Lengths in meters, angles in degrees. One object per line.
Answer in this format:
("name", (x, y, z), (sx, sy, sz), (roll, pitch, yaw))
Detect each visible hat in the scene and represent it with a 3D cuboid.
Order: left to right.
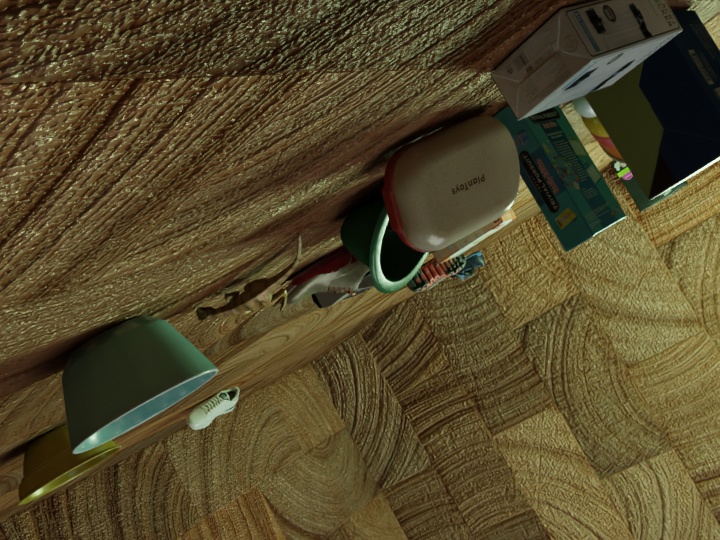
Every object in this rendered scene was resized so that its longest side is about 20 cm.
("hat", (-0.008, -0.069, 1.237), (0.201, 0.175, 0.166), (-57, 148, -16))

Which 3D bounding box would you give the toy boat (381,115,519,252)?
("toy boat", (0.098, -0.111, 1.090), (0.199, 0.132, 0.130), (-27, -158, -28))

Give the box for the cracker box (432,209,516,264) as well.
("cracker box", (0.278, -0.096, 2.205), (0.199, 0.058, 0.134), (-35, 173, 25))

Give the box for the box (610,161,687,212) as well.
("box", (0.978, -0.328, 3.014), (0.124, 0.202, 0.148), (-24, 172, -43))

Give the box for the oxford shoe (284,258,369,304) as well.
("oxford shoe", (-0.039, 0.013, 1.484), (0.198, 0.075, 0.070), (-30, 174, -9))

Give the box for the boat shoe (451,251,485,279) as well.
("boat shoe", (0.415, -0.004, 3.493), (0.084, 0.069, 0.200), (-27, 172, -31))

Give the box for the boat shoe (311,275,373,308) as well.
("boat shoe", (0.000, 0.000, 1.645), (0.199, 0.075, 0.093), (-26, -176, 34))

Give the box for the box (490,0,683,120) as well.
("box", (0.247, -0.237, 0.960), (0.199, 0.061, 0.116), (-26, 172, -42))

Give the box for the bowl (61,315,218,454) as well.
("bowl", (-0.287, 0.129, 1.100), (0.199, 0.106, 0.201), (-30, 174, -3))

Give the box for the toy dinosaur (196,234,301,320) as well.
("toy dinosaur", (-0.134, 0.028, 1.239), (0.199, 0.061, 0.106), (-33, 172, 13))

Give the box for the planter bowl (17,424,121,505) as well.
("planter bowl", (-0.535, 0.330, 1.590), (0.199, 0.084, 0.200), (-30, 173, -4))

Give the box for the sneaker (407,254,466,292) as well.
("sneaker", (0.225, 0.005, 2.676), (0.199, 0.071, 0.098), (-28, 173, -6))

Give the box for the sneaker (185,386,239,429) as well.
("sneaker", (-0.461, 0.422, 2.768), (0.199, 0.077, 0.081), (-31, 165, -45))

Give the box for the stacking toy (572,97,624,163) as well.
("stacking toy", (0.386, -0.246, 1.374), (0.198, 0.148, 0.146), (1, 153, -46))

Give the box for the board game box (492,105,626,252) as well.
("board game box", (0.269, -0.135, 1.206), (0.047, 0.202, 0.150), (-34, 172, 34))

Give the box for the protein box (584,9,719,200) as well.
("protein box", (0.418, -0.227, 1.192), (0.134, 0.200, 0.199), (-34, 173, 36))
